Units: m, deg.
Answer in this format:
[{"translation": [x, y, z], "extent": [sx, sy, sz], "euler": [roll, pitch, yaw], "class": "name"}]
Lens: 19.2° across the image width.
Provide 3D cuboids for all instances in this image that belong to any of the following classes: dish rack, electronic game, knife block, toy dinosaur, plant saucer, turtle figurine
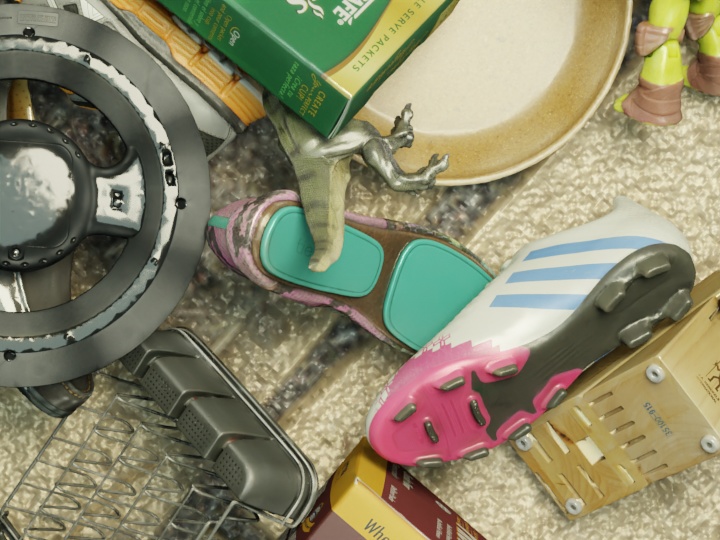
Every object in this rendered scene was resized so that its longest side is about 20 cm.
[{"translation": [-0.130, 0.141, 1.162], "extent": [0.200, 0.055, 0.153], "euler": [-55, 51, 12], "class": "dish rack"}, {"translation": [-0.178, -0.039, 1.111], "extent": [0.200, 0.042, 0.200], "euler": [0, 89, -9], "class": "electronic game"}, {"translation": [0.195, 0.043, 1.178], "extent": [0.064, 0.176, 0.200], "euler": [53, 139, -2], "class": "knife block"}, {"translation": [-0.007, -0.065, 1.108], "extent": [0.088, 0.200, 0.047], "euler": [3, 135, -20], "class": "toy dinosaur"}, {"translation": [0.048, -0.147, 1.171], "extent": [0.200, 0.035, 0.201], "euler": [0, 95, 3], "class": "plant saucer"}, {"translation": [0.175, -0.168, 1.122], "extent": [0.064, 0.200, 0.161], "euler": [13, 124, 32], "class": "turtle figurine"}]

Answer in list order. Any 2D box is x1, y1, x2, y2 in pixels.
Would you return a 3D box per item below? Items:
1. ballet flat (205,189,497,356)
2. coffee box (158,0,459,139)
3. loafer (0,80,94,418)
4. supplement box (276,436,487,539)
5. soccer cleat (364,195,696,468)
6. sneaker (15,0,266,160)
[{"translation": [0.000, 0.000, 1.157], "extent": [0.200, 0.071, 0.069], "euler": [21, 90, -38], "class": "ballet flat"}, {"translation": [-0.052, -0.173, 1.100], "extent": [0.200, 0.044, 0.123], "euler": [40, 56, 5], "class": "coffee box"}, {"translation": [-0.184, -0.019, 1.156], "extent": [0.072, 0.073, 0.200], "euler": [-26, 84, 13], "class": "loafer"}, {"translation": [0.010, 0.236, 1.157], "extent": [0.197, 0.133, 0.200], "euler": [40, 95, -1], "class": "supplement box"}, {"translation": [0.086, 0.032, 1.147], "extent": [0.200, 0.086, 0.070], "euler": [-31, 127, 1], "class": "soccer cleat"}, {"translation": [-0.145, -0.130, 1.161], "extent": [0.200, 0.078, 0.077], "euler": [41, 103, -1], "class": "sneaker"}]
